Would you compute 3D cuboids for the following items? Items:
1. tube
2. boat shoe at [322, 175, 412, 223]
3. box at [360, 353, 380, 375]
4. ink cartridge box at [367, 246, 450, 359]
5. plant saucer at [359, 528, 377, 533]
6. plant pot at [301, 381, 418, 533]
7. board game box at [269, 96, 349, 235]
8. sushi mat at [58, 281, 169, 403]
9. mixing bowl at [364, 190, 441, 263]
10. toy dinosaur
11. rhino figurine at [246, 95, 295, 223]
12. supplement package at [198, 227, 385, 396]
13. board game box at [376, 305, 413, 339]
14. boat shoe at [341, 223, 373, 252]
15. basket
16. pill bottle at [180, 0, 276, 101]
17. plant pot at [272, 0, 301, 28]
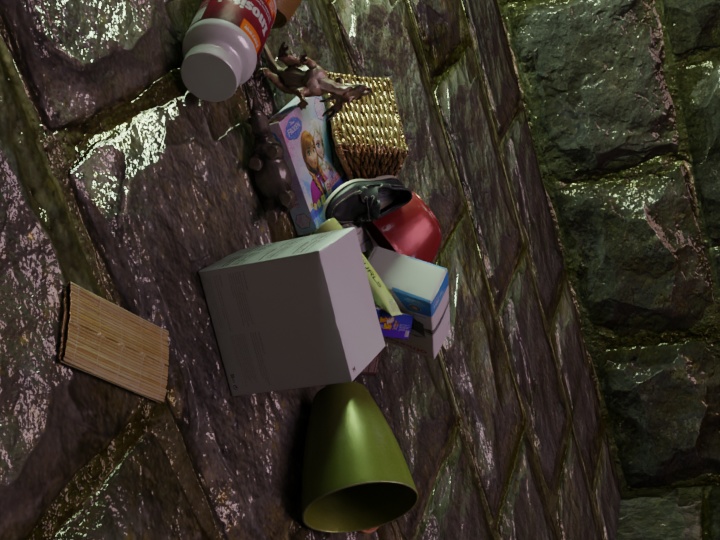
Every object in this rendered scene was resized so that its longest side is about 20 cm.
[{"bbox_3d":[0.000,0.000,1.687,0.058,0.052,0.201,-31,76,-36],"label":"tube"},{"bbox_3d":[0.018,-0.119,1.769,0.198,0.066,0.075,-16,127,-46],"label":"boat shoe"},{"bbox_3d":[-0.047,0.128,1.641,0.200,0.099,0.076,19,84,-64],"label":"box"},{"bbox_3d":[0.086,0.062,1.851,0.201,0.145,0.086,81,32,-54],"label":"ink cartridge box"},{"bbox_3d":[-0.003,0.360,1.758,0.200,0.032,0.203,-11,90,-67],"label":"plant saucer"},{"bbox_3d":[-0.018,0.290,1.604,0.187,0.185,0.202,47,24,-51],"label":"plant pot"},{"bbox_3d":[-0.092,-0.196,1.756,0.200,0.041,0.202,-57,133,-58],"label":"board game box"},{"bbox_3d":[-0.294,0.092,1.209,0.200,0.012,0.097,40,44,-57],"label":"sushi mat"},{"bbox_3d":[0.086,-0.082,1.913,0.201,0.108,0.200,52,-3,4],"label":"mixing bowl"},{"bbox_3d":[-0.094,-0.319,1.692,0.087,0.199,0.135,-63,155,7],"label":"toy dinosaur"},{"bbox_3d":[-0.149,-0.179,1.592,0.087,0.059,0.203,-74,150,-81],"label":"rhino figurine"},{"bbox_3d":[-0.096,0.059,1.447,0.147,0.198,0.194,-37,115,-64],"label":"supplement package"},{"bbox_3d":[-0.007,0.077,1.721,0.200,0.133,0.045,15,89,-65],"label":"board game box"},{"bbox_3d":[-0.027,-0.056,1.817,0.200,0.071,0.067,-27,102,-67],"label":"boat shoe"},{"bbox_3d":[-0.013,-0.257,1.875,0.143,0.147,0.202,121,-36,-51],"label":"basket"},{"bbox_3d":[-0.198,-0.345,1.478,0.202,0.112,0.113,-78,148,-42],"label":"pill bottle"},{"bbox_3d":[-0.142,-0.508,1.623,0.186,0.184,0.203,33,65,-60],"label":"plant pot"}]
